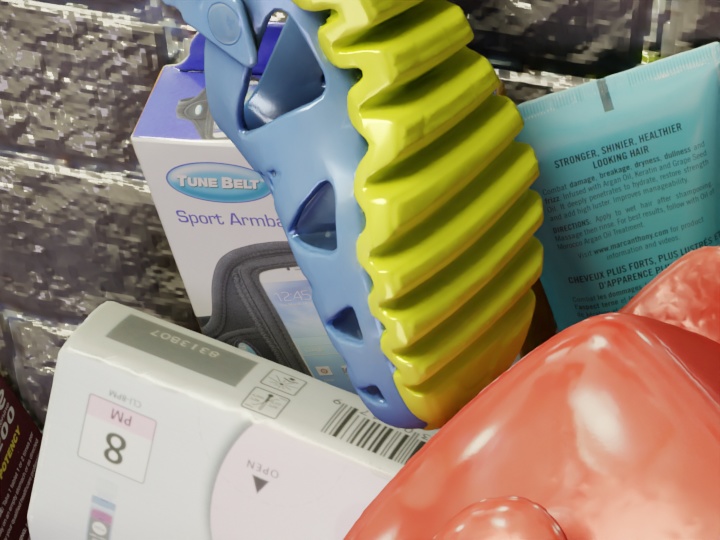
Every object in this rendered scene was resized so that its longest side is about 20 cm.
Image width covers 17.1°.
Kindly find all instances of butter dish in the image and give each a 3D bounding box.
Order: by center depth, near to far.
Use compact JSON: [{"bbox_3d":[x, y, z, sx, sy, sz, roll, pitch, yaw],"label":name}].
[{"bbox_3d":[0.067,0.099,0.662,0.199,0.200,0.148,-46,144,10],"label":"butter dish"}]

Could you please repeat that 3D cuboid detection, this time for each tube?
[{"bbox_3d":[0.095,0.015,0.783,0.077,0.050,0.200,-21,132,-2],"label":"tube"}]

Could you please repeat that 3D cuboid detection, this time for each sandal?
[{"bbox_3d":[-0.007,-0.049,0.701,0.087,0.079,0.201,-7,102,42],"label":"sandal"}]

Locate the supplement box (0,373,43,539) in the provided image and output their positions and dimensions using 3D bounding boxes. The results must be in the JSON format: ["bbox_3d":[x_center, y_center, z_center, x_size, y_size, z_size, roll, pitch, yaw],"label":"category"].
[{"bbox_3d":[-0.162,0.128,1.005,0.108,0.061,0.200,-4,136,24],"label":"supplement box"}]

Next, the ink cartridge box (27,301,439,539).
[{"bbox_3d":[-0.042,0.128,0.847,0.162,0.057,0.201,20,114,12],"label":"ink cartridge box"}]

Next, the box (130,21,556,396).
[{"bbox_3d":[0.000,0.000,0.810,0.119,0.042,0.200,3,140,19],"label":"box"}]
